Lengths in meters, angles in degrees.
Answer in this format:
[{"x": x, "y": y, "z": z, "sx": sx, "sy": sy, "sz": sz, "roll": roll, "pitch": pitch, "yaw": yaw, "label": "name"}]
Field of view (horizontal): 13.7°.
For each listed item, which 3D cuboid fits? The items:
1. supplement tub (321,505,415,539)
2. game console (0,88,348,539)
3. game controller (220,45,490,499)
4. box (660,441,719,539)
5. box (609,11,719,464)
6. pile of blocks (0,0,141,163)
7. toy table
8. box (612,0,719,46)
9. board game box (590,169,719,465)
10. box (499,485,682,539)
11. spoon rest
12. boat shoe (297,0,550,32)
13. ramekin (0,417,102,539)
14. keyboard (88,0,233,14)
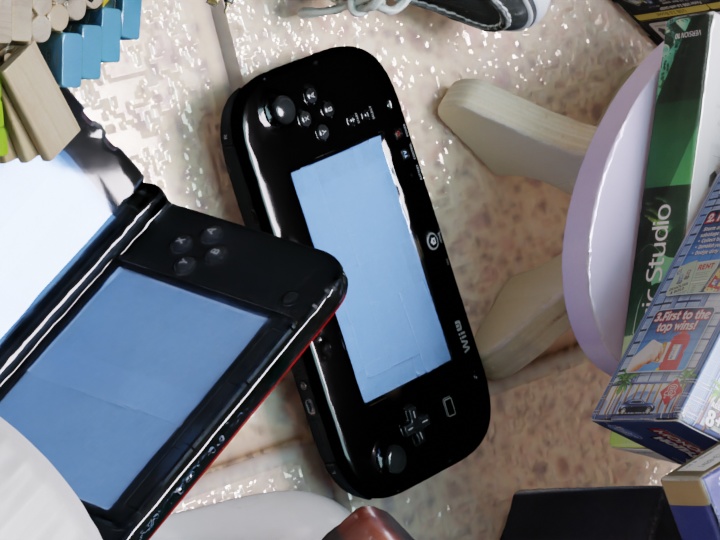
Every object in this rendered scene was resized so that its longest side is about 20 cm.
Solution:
[{"x": -0.033, "y": 0.199, "z": 1.241, "sx": 0.200, "sy": 0.107, "sz": 0.107, "roll": -43, "pitch": 113, "yaw": 1, "label": "supplement tub"}, {"x": -0.134, "y": 0.012, "z": 1.220, "sx": 0.200, "sy": 0.172, "sz": 0.119, "roll": -51, "pitch": 140, "yaw": -28, "label": "game console"}, {"x": 0.000, "y": 0.000, "z": 1.361, "sx": 0.104, "sy": 0.042, "sz": 0.200, "roll": -23, "pitch": 99, "yaw": -36, "label": "game controller"}, {"x": 0.206, "y": 0.151, "z": 1.249, "sx": 0.121, "sy": 0.032, "sz": 0.200, "roll": -27, "pitch": 101, "yaw": -33, "label": "box"}, {"x": 0.189, "y": -0.003, "z": 1.362, "sx": 0.144, "sy": 0.036, "sz": 0.200, "roll": 16, "pitch": 76, "yaw": -34, "label": "box"}, {"x": -0.149, "y": -0.095, "z": 1.241, "sx": 0.200, "sy": 0.062, "sz": 0.082, "roll": -47, "pitch": 126, "yaw": -38, "label": "pile of blocks"}, {"x": 0.133, "y": -0.031, "z": 1.415, "sx": 0.200, "sy": 0.117, "sz": 0.184, "roll": -46, "pitch": 112, "yaw": -30, "label": "toy table"}, {"x": 0.220, "y": -0.130, "z": 1.437, "sx": 0.161, "sy": 0.200, "sz": 0.049, "roll": 42, "pitch": 64, "yaw": -24, "label": "box"}, {"x": 0.217, "y": 0.009, "z": 1.321, "sx": 0.200, "sy": 0.062, "sz": 0.200, "roll": 26, "pitch": 74, "yaw": -31, "label": "board game box"}, {"x": 0.148, "y": 0.228, "z": 1.396, "sx": 0.197, "sy": 0.117, "sz": 0.200, "roll": 30, "pitch": 69, "yaw": -30, "label": "box"}, {"x": -0.059, "y": 0.132, "z": 1.303, "sx": 0.200, "sy": 0.061, "sz": 0.099, "roll": 27, "pitch": 70, "yaw": -45, "label": "spoon rest"}, {"x": -0.001, "y": -0.148, "z": 1.355, "sx": 0.199, "sy": 0.074, "sz": 0.068, "roll": 31, "pitch": 63, "yaw": -29, "label": "boat shoe"}, {"x": -0.180, "y": 0.125, "z": 1.127, "sx": 0.202, "sy": 0.202, "sz": 0.094, "roll": 57, "pitch": 46, "yaw": -17, "label": "ramekin"}, {"x": -0.071, "y": -0.191, "z": 1.261, "sx": 0.127, "sy": 0.021, "sz": 0.200, "roll": 45, "pitch": 57, "yaw": -24, "label": "keyboard"}]
